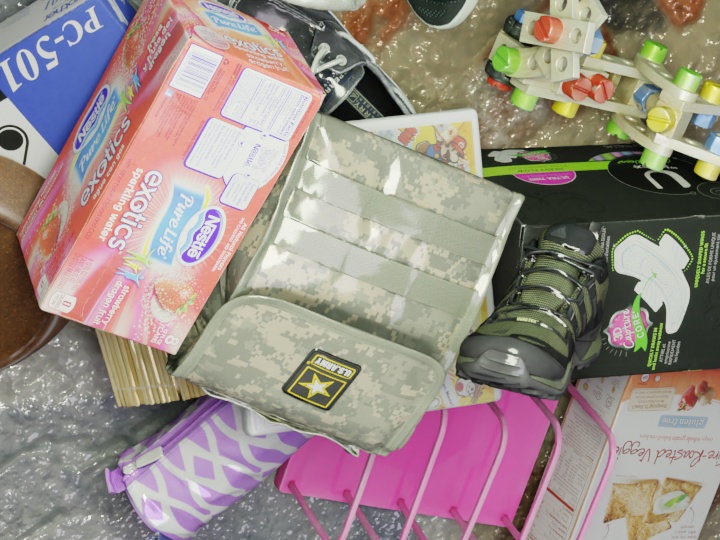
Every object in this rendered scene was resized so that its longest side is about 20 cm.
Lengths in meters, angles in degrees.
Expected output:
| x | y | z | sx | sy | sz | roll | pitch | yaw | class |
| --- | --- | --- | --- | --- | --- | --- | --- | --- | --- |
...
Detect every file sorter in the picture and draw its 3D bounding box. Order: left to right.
| x | y | z | sx | sy | sz | roll | pitch | yaw | class |
| --- | --- | --- | --- | --- | --- | --- | --- | --- | --- |
| 0.065 | 0.138 | 1.769 | 0.199 | 0.125 | 0.140 | 11 | 109 | -25 | file sorter |

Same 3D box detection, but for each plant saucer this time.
| x | y | z | sx | sy | sz | roll | pitch | yaw | class |
| --- | --- | --- | --- | --- | --- | --- | --- | --- | --- |
| -0.276 | 0.006 | 1.590 | 0.199 | 0.035 | 0.201 | -4 | 132 | -4 | plant saucer |

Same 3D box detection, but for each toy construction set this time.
| x | y | z | sx | sy | sz | roll | pitch | yaw | class |
| --- | --- | --- | --- | --- | --- | --- | --- | --- | --- |
| 0.164 | -0.130 | 1.673 | 0.200 | 0.131 | 0.092 | 27 | 101 | -45 | toy construction set |

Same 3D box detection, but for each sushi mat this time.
| x | y | z | sx | sy | sz | roll | pitch | yaw | class |
| --- | --- | --- | --- | --- | --- | --- | --- | --- | --- |
| -0.146 | -0.006 | 1.621 | 0.095 | 0.012 | 0.201 | -10 | 107 | 16 | sushi mat |

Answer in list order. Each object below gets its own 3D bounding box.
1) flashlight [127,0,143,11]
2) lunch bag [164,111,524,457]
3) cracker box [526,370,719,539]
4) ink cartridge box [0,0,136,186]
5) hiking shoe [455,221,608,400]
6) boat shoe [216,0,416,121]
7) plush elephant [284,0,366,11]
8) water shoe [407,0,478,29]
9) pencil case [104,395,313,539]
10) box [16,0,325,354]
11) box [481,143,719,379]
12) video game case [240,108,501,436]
| x | y | z | sx | sy | sz | roll | pitch | yaw | class |
| --- | --- | --- | --- | --- | --- | --- | --- | --- | --- |
| -0.109 | -0.115 | 1.619 | 0.200 | 0.068 | 0.068 | 37 | 99 | -30 | flashlight |
| -0.015 | 0.010 | 1.554 | 0.163 | 0.118 | 0.201 | 22 | 93 | -21 | lunch bag |
| 0.211 | 0.152 | 1.858 | 0.133 | 0.058 | 0.201 | 5 | 113 | -36 | cracker box |
| -0.222 | -0.105 | 1.557 | 0.199 | 0.044 | 0.094 | -29 | 123 | 17 | ink cartridge box |
| 0.112 | 0.019 | 1.545 | 0.075 | 0.200 | 0.101 | 12 | 102 | 14 | hiking shoe |
| -0.027 | -0.133 | 1.642 | 0.072 | 0.068 | 0.200 | -45 | 121 | 3 | boat shoe |
| -0.050 | -0.242 | 1.534 | 0.154 | 0.165 | 0.201 | 26 | 103 | -36 | plush elephant |
| 0.040 | -0.232 | 1.549 | 0.079 | 0.071 | 0.201 | -39 | 147 | -38 | water shoe |
| -0.086 | 0.104 | 1.699 | 0.200 | 0.084 | 0.085 | -41 | 129 | 15 | pencil case |
| -0.119 | -0.064 | 1.503 | 0.102 | 0.095 | 0.201 | 20 | 112 | -27 | box |
| 0.171 | -0.009 | 1.728 | 0.199 | 0.149 | 0.125 | -3 | 114 | -20 | box |
| 0.000 | 0.000 | 1.629 | 0.181 | 0.023 | 0.201 | -7 | 96 | -17 | video game case |
